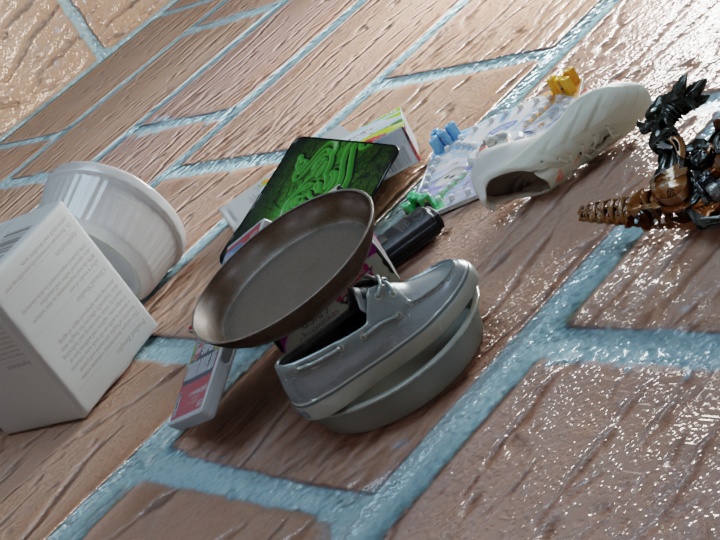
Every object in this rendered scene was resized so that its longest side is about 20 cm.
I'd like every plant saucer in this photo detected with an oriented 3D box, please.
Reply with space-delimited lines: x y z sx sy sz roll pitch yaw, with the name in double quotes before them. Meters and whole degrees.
"plant saucer" -0.064 0.004 1.321 0.200 0.032 0.200 -31 25 17

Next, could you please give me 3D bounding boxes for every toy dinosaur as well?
"toy dinosaur" 0.279 -0.084 1.246 0.199 0.102 0.136 -3 48 16

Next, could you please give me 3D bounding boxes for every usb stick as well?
"usb stick" 0.000 0.000 1.538 0.200 0.033 0.055 -37 19 -7

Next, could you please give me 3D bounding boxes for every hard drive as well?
"hard drive" -0.089 -0.115 1.924 0.200 0.026 0.132 -35 21 -3

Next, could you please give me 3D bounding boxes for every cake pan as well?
"cake pan" 0.028 0.076 1.324 0.200 0.037 0.200 -29 21 12

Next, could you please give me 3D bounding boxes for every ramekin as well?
"ramekin" -0.333 -0.038 1.892 0.202 0.202 0.094 -14 42 41

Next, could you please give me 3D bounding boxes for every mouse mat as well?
"mouse mat" -0.059 -0.074 1.668 0.160 0.008 0.200 9 56 37

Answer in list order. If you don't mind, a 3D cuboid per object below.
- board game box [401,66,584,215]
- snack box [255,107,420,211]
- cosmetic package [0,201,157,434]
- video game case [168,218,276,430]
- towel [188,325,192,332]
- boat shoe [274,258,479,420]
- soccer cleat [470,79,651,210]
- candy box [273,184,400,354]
"board game box" 0.148 -0.142 1.640 0.199 0.026 0.200 -22 24 26
"snack box" -0.027 -0.120 1.775 0.199 0.053 0.142 -27 13 7
"cosmetic package" -0.386 0.059 1.734 0.166 0.200 0.168 -15 28 40
"video game case" -0.138 0.056 1.455 0.143 0.017 0.201 150 139 -68
"towel" -0.091 0.011 1.661 0.200 0.023 0.144 -45 24 -26
"boat shoe" 0.013 0.044 1.263 0.201 0.072 0.070 -38 22 -11
"soccer cleat" 0.204 -0.120 1.472 0.200 0.069 0.078 -26 39 19
"candy box" -0.045 -0.002 1.470 0.136 0.061 0.200 -35 20 4
